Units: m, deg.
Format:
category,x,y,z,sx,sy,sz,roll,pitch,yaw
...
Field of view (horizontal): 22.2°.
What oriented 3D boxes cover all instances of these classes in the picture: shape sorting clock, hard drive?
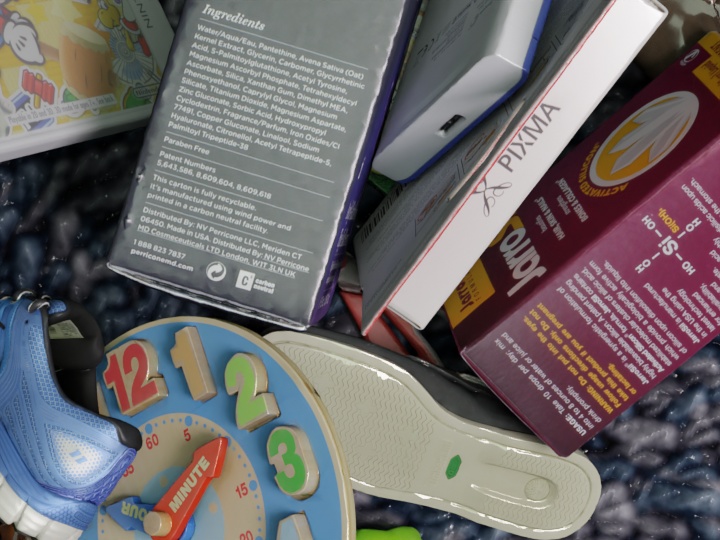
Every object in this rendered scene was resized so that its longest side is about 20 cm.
category,x,y,z,sx,sy,sz,roll,pitch,yaw
shape sorting clock,-0.086,0.121,0.871,0.200,0.039,0.200,-7,78,37
hard drive,0.070,-0.153,0.929,0.025,0.132,0.200,27,60,-14

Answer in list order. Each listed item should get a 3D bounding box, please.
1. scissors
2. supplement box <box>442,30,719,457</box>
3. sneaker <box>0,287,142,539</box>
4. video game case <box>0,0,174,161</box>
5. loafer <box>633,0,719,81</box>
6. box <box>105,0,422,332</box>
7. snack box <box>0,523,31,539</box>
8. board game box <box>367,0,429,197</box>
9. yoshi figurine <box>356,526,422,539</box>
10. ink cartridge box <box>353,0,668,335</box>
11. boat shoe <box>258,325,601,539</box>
category,x,y,z,sx,sy,sz,roll,pitch,yaw
scissors,0.000,0.000,1.010,0.073,0.014,0.200,-31,87,-2
supplement box,0.142,-0.015,0.935,0.200,0.110,0.086,-41,111,10
sneaker,-0.171,0.040,0.894,0.089,0.079,0.200,-43,64,1
video game case,-0.181,-0.148,0.932,0.023,0.200,0.182,-27,87,35
loafer,0.174,-0.132,0.986,0.200,0.073,0.071,23,54,-2
box,-0.041,-0.081,0.924,0.104,0.148,0.200,17,93,2
snack box,-0.099,0.140,0.928,0.200,0.024,0.072,-20,85,34
board game box,0.012,-0.108,1.013,0.200,0.023,0.105,39,87,0
yoshi figurine,-0.021,0.162,0.968,0.112,0.112,0.200,-46,72,36
ink cartridge box,0.072,-0.059,0.896,0.045,0.176,0.200,35,103,-11
boat shoe,0.028,0.079,0.960,0.200,0.068,0.072,24,109,-15
